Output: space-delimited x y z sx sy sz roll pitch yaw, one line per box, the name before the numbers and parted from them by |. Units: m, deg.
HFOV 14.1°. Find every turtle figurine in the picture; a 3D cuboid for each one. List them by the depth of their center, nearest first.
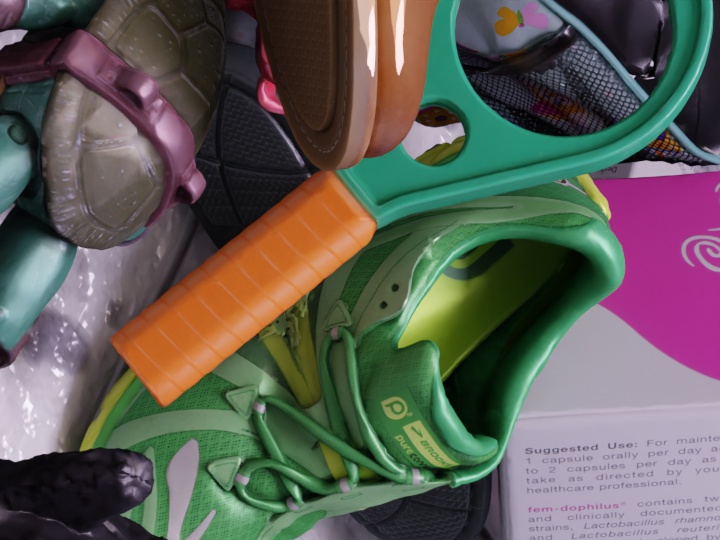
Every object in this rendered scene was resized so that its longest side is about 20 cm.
turtle figurine | -0.088 -0.043 0.774 0.150 0.100 0.200 57 50 -36

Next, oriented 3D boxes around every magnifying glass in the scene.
magnifying glass | 0.014 -0.033 0.827 0.080 0.200 0.022 51 -6 8

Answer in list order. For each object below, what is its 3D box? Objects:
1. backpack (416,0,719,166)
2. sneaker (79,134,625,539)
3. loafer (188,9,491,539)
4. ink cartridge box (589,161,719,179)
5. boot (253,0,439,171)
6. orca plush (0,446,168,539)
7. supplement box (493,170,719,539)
backpack | 0.046 -0.141 0.935 0.200 0.153 0.176 41 60 -48
sneaker | -0.006 0.036 0.851 0.200 0.084 0.074 -43 120 -4
loafer | 0.000 0.000 0.937 0.200 0.072 0.063 64 33 -30
ink cartridge box | 0.102 -0.028 1.099 0.116 0.068 0.200 53 45 -44
boot | 0.054 -0.114 0.790 0.154 0.074 0.201 10 73 -20
orca plush | -0.064 0.079 0.681 0.200 0.071 0.105 31 32 -6
supplement box | 0.095 0.071 0.973 0.200 0.103 0.101 82 5 -49
